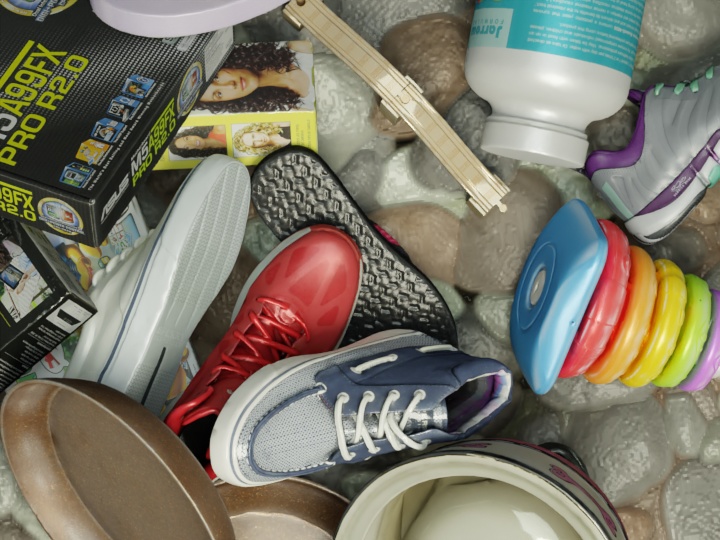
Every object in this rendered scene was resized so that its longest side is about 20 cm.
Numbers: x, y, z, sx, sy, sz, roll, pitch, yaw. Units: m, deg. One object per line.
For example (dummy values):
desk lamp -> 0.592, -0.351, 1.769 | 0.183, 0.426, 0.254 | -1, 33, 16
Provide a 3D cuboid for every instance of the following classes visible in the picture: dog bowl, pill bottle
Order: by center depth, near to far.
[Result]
dog bowl -> 0.084, 0.195, 1.657 | 0.200, 0.074, 0.201 | 7, 110, 19
pill bottle -> 0.130, -0.171, 1.722 | 0.110, 0.111, 0.201 | 11, 87, -1

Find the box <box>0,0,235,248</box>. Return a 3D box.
box -> -0.193, -0.118, 1.674 | 0.160, 0.044, 0.200 | 19, 52, 15

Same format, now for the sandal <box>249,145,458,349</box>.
sandal -> 0.000, 0.000, 1.739 | 0.075, 0.045, 0.200 | -32, 102, 9

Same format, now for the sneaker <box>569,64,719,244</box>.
sneaker -> 0.230, -0.114, 1.743 | 0.088, 0.074, 0.200 | 43, 88, 5

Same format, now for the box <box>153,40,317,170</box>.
box -> -0.129, -0.107, 1.728 | 0.199, 0.050, 0.075 | -4, 45, -2

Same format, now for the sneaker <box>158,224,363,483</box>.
sneaker -> -0.062, 0.064, 1.665 | 0.078, 0.116, 0.200 | 31, 94, -6

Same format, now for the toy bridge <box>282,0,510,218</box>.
toy bridge -> 0.027, -0.111, 1.739 | 0.027, 0.067, 0.200 | -44, 89, -3

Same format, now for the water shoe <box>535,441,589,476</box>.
water shoe -> 0.129, 0.213, 1.723 | 0.071, 0.079, 0.201 | -10, 88, -2

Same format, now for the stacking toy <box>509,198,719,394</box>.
stacking toy -> 0.206, 0.039, 1.729 | 0.200, 0.110, 0.116 | 17, 107, -12

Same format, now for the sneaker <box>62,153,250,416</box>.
sneaker -> -0.139, 0.011, 1.690 | 0.071, 0.073, 0.200 | 23, 84, 29

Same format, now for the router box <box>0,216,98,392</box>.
router box -> -0.284, -0.006, 1.694 | 0.149, 0.051, 0.200 | -39, 67, 4

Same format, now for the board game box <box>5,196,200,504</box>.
board game box -> -0.182, 0.040, 1.743 | 0.126, 0.035, 0.200 | -21, 88, -2

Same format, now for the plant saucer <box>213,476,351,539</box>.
plant saucer -> -0.064, 0.234, 1.739 | 0.200, 0.037, 0.201 | 0, 88, -2

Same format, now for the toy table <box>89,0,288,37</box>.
toy table -> -0.091, -0.247, 1.681 | 0.184, 0.117, 0.200 | 31, 57, 24

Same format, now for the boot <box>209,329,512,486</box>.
boot -> 0.003, 0.087, 1.634 | 0.200, 0.090, 0.073 | -26, 118, -43

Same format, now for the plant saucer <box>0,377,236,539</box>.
plant saucer -> -0.145, 0.143, 1.648 | 0.200, 0.200, 0.034 | 49, 57, 1
